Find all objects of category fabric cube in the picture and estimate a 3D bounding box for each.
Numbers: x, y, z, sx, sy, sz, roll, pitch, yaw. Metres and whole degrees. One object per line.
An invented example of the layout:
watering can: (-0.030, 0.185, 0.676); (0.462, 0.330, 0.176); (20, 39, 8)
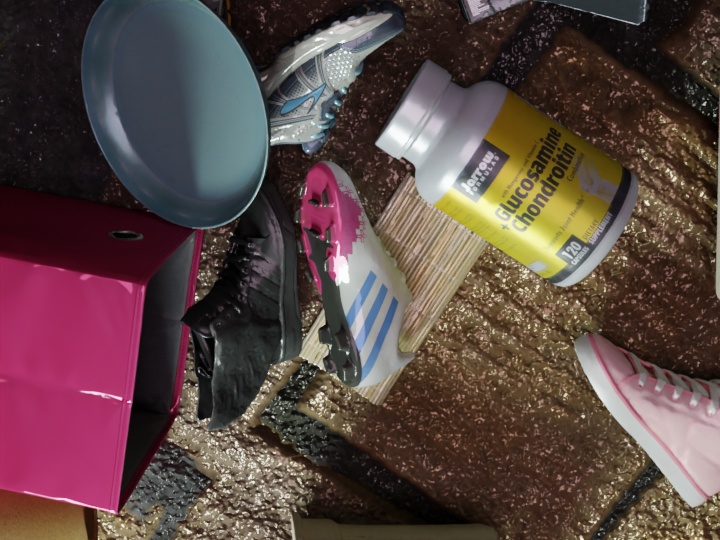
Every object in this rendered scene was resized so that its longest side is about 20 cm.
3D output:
fabric cube: (-0.257, 0.053, 0.842); (0.198, 0.196, 0.201); (12, 106, 2)

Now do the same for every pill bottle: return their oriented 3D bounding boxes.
pill bottle: (0.116, -0.083, 0.828); (0.199, 0.112, 0.112); (32, 104, -5)

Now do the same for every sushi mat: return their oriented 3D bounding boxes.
sushi mat: (0.031, 0.019, 0.910); (0.095, 0.012, 0.201); (31, 104, -4)

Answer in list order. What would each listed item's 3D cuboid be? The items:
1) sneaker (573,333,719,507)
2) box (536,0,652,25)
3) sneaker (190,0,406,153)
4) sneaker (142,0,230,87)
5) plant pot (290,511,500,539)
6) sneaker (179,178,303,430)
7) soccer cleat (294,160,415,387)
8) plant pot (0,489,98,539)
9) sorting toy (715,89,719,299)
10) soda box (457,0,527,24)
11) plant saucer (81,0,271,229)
sneaker: (0.276, 0.110, 0.887); (0.104, 0.075, 0.200); (-37, 107, 16)
box: (0.135, -0.307, 0.708); (0.199, 0.124, 0.198); (19, 82, 17)
sneaker: (-0.041, -0.151, 0.846); (0.199, 0.078, 0.087); (-28, 107, 19)
sneaker: (-0.139, -0.240, 0.820); (0.078, 0.077, 0.201); (15, 106, -3)
plant pot: (0.039, 0.306, 0.905); (0.182, 0.201, 0.202); (-6, 104, -6)
sneaker: (-0.107, 0.028, 0.875); (0.104, 0.060, 0.201); (-17, 110, -31)
soccer cleat: (0.000, 0.000, 0.869); (0.086, 0.070, 0.201); (-17, 109, -28)
plant pot: (-0.344, 0.230, 0.914); (0.199, 0.186, 0.188); (-6, 105, -8)
sorting toy: (0.390, -0.082, 0.835); (0.197, 0.070, 0.201); (-3, 104, 4)
soda box: (0.166, -0.262, 0.799); (0.199, 0.071, 0.064); (-20, 103, 9)
plant saucer: (-0.146, -0.132, 0.819); (0.199, 0.027, 0.201); (17, 122, 30)
